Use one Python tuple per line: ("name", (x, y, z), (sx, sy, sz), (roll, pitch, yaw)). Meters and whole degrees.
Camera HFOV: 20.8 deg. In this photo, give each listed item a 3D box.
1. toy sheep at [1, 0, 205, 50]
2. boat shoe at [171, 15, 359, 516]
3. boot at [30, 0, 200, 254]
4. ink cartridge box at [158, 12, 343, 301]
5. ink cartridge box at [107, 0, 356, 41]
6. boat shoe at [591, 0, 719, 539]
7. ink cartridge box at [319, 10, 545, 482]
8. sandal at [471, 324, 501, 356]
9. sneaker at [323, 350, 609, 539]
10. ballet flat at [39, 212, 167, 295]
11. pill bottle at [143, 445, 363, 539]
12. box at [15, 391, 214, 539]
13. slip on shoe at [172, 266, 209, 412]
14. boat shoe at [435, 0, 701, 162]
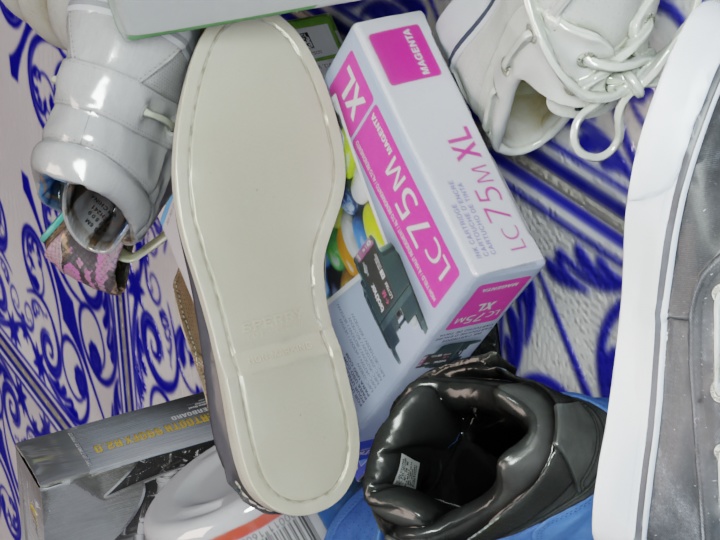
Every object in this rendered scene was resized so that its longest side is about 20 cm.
("toy sheep", (-0.122, -0.172, 0.936), (0.200, 0.137, 0.139), (49, 145, 36))
("boat shoe", (-0.045, -0.003, 0.791), (0.063, 0.072, 0.202), (169, 94, -67))
("boot", (-0.104, -0.054, 0.847), (0.200, 0.073, 0.096), (77, -149, -78))
("ink cartridge box", (-0.029, -0.003, 0.983), (0.201, 0.075, 0.148), (67, 155, 22))
("ink cartridge box", (-0.039, -0.205, 0.746), (0.088, 0.144, 0.202), (78, -178, -66))
("boat shoe", (0.127, 0.012, 0.672), (0.067, 0.072, 0.202), (13, 104, 26))
("ink cartridge box", (0.000, 0.000, 0.828), (0.120, 0.042, 0.200), (65, 151, 22))
("sandal", (0.043, 0.092, 0.907), (0.048, 0.075, 0.203), (-82, -10, -76))
("sneaker", (0.028, 0.088, 0.791), (0.199, 0.111, 0.077), (-19, 59, 45))
("ballet flat", (-0.106, -0.070, 1.097), (0.201, 0.071, 0.069), (-55, 5, 21))
("pill bottle", (-0.014, 0.179, 0.969), (0.201, 0.112, 0.112), (62, 159, -14))
("box", (-0.123, 0.174, 1.186), (0.048, 0.157, 0.202), (46, 142, 47))
("slip on shoe", (-0.051, 0.050, 1.069), (0.061, 0.075, 0.201), (92, 159, -45))
("boat shoe", (0.082, -0.084, 0.700), (0.202, 0.074, 0.087), (137, 116, -67))
